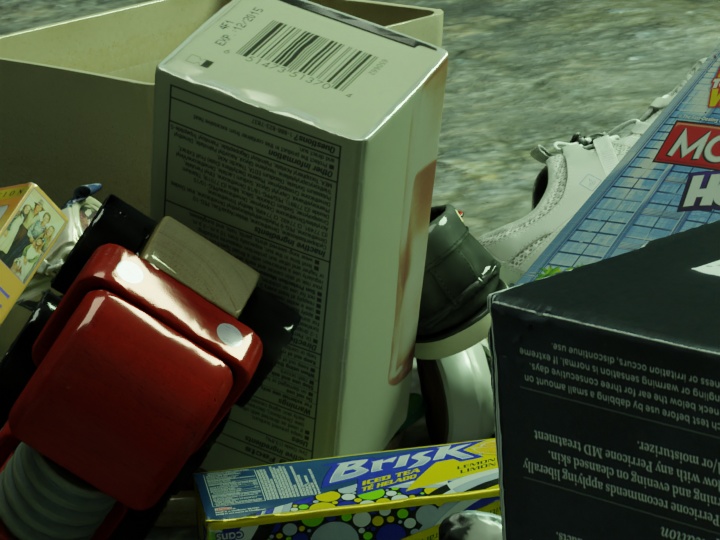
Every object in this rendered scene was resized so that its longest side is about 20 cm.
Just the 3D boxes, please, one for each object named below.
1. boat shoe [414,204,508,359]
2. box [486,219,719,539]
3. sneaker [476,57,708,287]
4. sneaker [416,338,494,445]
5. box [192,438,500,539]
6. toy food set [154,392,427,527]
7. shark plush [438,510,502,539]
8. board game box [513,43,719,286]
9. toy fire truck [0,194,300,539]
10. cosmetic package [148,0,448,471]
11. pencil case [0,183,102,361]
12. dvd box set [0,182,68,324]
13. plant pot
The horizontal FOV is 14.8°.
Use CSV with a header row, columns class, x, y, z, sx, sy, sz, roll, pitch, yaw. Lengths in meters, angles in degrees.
class,x,y,z,sx,sy,sz,roll,pitch,yaw
boat shoe,0.002,-0.002,1.322,0.074,0.063,0.201,-39,17,-20
box,0.156,0.089,0.932,0.200,0.197,0.124,-17,21,-39
sneaker,0.128,-0.051,1.391,0.082,0.075,0.200,34,53,11
sneaker,0.068,0.037,1.377,0.085,0.073,0.200,-6,14,1
box,0.035,0.111,1.122,0.200,0.070,0.064,-6,17,-7
toy food set,-0.070,0.073,1.332,0.200,0.049,0.198,-6,16,-8
shark plush,0.098,0.129,1.060,0.200,0.091,0.083,-13,-13,-14
board game box,0.197,-0.033,1.263,0.200,0.062,0.200,10,61,43
toy fire truck,-0.137,0.082,1.106,0.129,0.176,0.200,33,39,-6
cosmetic package,-0.030,-0.008,1.193,0.103,0.200,0.087,21,38,18
pencil case,-0.199,0.031,1.351,0.200,0.078,0.089,-25,-25,10
dvd box set,-0.230,0.049,1.244,0.146,0.029,0.200,-9,42,45
plant pot,-0.083,-0.047,1.523,0.200,0.177,0.200,-17,20,-38
